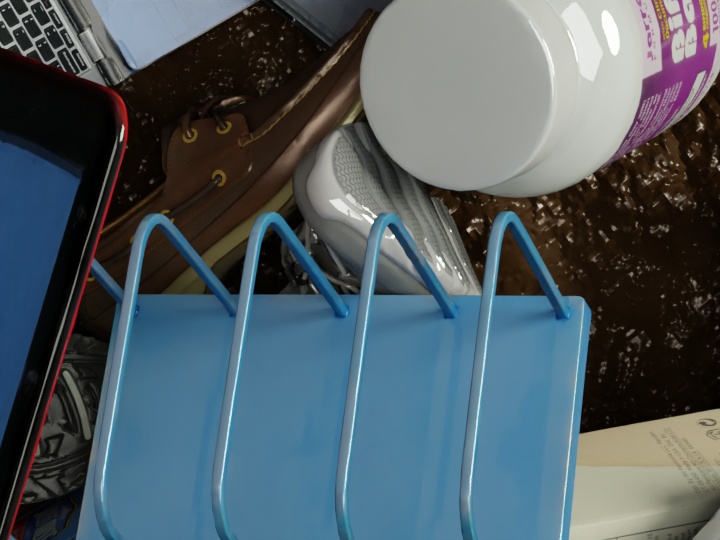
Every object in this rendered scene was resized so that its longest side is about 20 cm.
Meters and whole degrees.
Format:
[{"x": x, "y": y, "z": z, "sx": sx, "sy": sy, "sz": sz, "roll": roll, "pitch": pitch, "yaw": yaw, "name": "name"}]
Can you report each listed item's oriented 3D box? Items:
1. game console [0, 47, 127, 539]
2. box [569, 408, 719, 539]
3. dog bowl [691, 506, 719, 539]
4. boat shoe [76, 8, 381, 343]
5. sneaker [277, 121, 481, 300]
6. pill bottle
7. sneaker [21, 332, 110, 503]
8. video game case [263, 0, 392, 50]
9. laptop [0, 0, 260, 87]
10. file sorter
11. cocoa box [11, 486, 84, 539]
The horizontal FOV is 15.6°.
[{"x": -0.188, "y": 0.008, "z": 0.915, "sx": 0.171, "sy": 0.119, "sz": 0.201, "roll": 17, "pitch": 94, "yaw": -7, "name": "game console"}, {"x": 0.073, "y": 0.129, "z": 1.093, "sx": 0.199, "sy": 0.078, "sz": 0.096, "roll": -8, "pitch": 115, "yaw": -13, "name": "box"}, {"x": 0.180, "y": 0.168, "z": 1.059, "sx": 0.199, "sy": 0.059, "sz": 0.201, "roll": -5, "pitch": 115, "yaw": -10, "name": "dog bowl"}, {"x": -0.058, "y": -0.042, "z": 1.138, "sx": 0.068, "sy": 0.072, "sz": 0.200, "roll": 44, "pitch": 105, "yaw": -2, "name": "boat shoe"}, {"x": 0.000, "y": 0.000, "z": 1.104, "sx": 0.082, "sy": 0.200, "sz": 0.075, "roll": -26, "pitch": 71, "yaw": 5, "name": "sneaker"}, {"x": 0.076, "y": -0.093, "z": 1.088, "sx": 0.112, "sy": 0.200, "sz": 0.113, "roll": 6, "pitch": 106, "yaw": 22, "name": "pill bottle"}, {"x": -0.183, "y": 0.077, "z": 1.139, "sx": 0.199, "sy": 0.079, "sz": 0.074, "roll": -19, "pitch": 86, "yaw": 2, "name": "sneaker"}, {"x": -0.024, "y": -0.193, "z": 1.143, "sx": 0.200, "sy": 0.019, "sz": 0.143, "roll": 37, "pitch": 82, "yaw": -19, "name": "video game case"}, {"x": -0.129, "y": -0.172, "z": 1.115, "sx": 0.115, "sy": 0.200, "sz": 0.188, "roll": -26, "pitch": 98, "yaw": 30, "name": "laptop"}, {"x": -0.028, "y": 0.055, "z": 0.986, "sx": 0.199, "sy": 0.123, "sz": 0.140, "roll": 0, "pitch": 67, "yaw": 18, "name": "file sorter"}, {"x": -0.116, "y": 0.210, "z": 1.131, "sx": 0.131, "sy": 0.133, "sz": 0.201, "roll": -30, "pitch": 97, "yaw": -1, "name": "cocoa box"}]
